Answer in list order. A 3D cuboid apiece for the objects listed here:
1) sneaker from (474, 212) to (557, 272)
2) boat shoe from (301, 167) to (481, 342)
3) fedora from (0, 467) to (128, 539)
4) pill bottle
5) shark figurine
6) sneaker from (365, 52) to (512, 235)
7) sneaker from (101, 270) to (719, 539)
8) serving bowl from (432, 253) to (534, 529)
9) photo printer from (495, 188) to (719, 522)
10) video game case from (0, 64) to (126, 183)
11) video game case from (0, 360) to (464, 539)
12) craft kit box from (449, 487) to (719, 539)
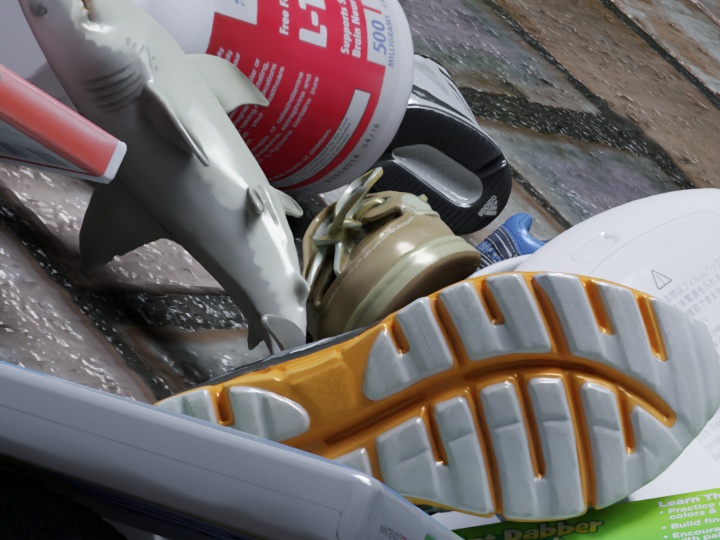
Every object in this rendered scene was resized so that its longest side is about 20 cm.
[{"bbox_3d":[0.120,0.026,1.089,0.200,0.085,0.077,17,27,-43],"label":"sneaker"},{"bbox_3d":[0.000,0.000,0.918,0.063,0.073,0.200,47,-4,0],"label":"boat shoe"},{"bbox_3d":[-0.103,0.103,0.542,0.200,0.092,0.201,31,20,-13],"label":"fedora"},{"bbox_3d":[-0.078,-0.101,1.011,0.200,0.112,0.112,11,32,-49],"label":"pill bottle"},{"bbox_3d":[-0.070,-0.012,0.869,0.128,0.089,0.215,18,39,-61],"label":"shark figurine"},{"bbox_3d":[-0.012,-0.100,1.199,0.200,0.076,0.115,40,10,-14],"label":"sneaker"},{"bbox_3d":[0.015,0.046,0.740,0.077,0.200,0.078,-9,88,-87],"label":"sneaker"},{"bbox_3d":[0.091,0.093,0.869,0.200,0.066,0.200,15,51,-20],"label":"serving bowl"},{"bbox_3d":[0.130,0.068,0.818,0.200,0.069,0.166,49,49,10],"label":"photo printer"},{"bbox_3d":[-0.191,-0.086,0.776,0.143,0.017,0.200,13,-14,44],"label":"video game case"},{"bbox_3d":[-0.067,0.051,0.611,0.200,0.022,0.182,16,-10,18],"label":"video game case"},{"bbox_3d":[0.063,0.130,0.646,0.198,0.200,0.049,-85,164,-64],"label":"craft kit box"}]
